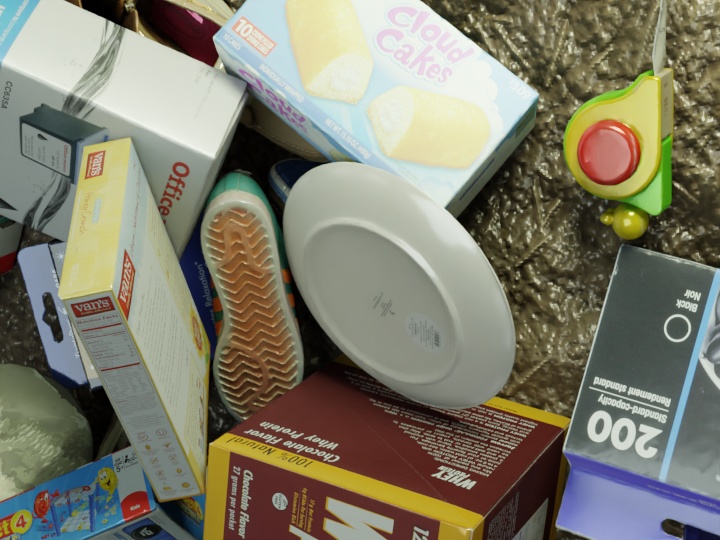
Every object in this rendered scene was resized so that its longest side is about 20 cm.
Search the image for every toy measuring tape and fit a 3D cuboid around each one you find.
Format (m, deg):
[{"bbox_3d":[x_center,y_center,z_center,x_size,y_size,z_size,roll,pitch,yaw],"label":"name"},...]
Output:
[{"bbox_3d":[0.167,-0.120,0.929,0.073,0.073,0.203,4,107,26],"label":"toy measuring tape"}]

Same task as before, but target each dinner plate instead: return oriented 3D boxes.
[{"bbox_3d":[0.018,0.018,0.976,0.198,0.024,0.202,27,140,25],"label":"dinner plate"}]

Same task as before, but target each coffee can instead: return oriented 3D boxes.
[{"bbox_3d":[-0.298,0.187,1.171,0.146,0.146,0.201,41,148,11],"label":"coffee can"}]

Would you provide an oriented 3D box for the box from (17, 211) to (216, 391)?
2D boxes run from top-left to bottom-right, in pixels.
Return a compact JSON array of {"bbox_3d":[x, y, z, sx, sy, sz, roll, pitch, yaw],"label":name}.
[{"bbox_3d":[-0.163,0.019,1.116,0.197,0.032,0.123,-15,99,5],"label":"box"}]

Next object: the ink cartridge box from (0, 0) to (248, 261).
[{"bbox_3d":[-0.196,-0.098,1.000,0.198,0.086,0.147,24,137,-4],"label":"ink cartridge box"}]

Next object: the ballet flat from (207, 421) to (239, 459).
[{"bbox_3d":[-0.116,0.187,1.167,0.068,0.067,0.200,43,119,6],"label":"ballet flat"}]

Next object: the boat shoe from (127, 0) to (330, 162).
[{"bbox_3d":[-0.095,-0.144,1.057,0.199,0.069,0.074,38,119,14],"label":"boat shoe"}]

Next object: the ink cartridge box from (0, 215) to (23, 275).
[{"bbox_3d":[-0.345,-0.070,1.211,0.115,0.067,0.202,30,116,18],"label":"ink cartridge box"}]

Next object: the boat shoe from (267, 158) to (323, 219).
[{"bbox_3d":[0.000,0.000,1.049,0.200,0.072,0.073,42,128,16],"label":"boat shoe"}]

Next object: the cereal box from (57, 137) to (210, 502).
[{"bbox_3d":[-0.144,0.035,0.947,0.039,0.145,0.202,-10,132,7],"label":"cereal box"}]

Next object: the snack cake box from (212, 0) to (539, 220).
[{"bbox_3d":[0.011,-0.128,0.977,0.199,0.067,0.115,40,82,11],"label":"snack cake box"}]

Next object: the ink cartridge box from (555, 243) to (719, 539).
[{"bbox_3d":[0.236,0.103,0.928,0.196,0.043,0.203,15,90,26],"label":"ink cartridge box"}]

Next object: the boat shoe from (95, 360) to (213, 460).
[{"bbox_3d":[-0.172,0.145,1.183,0.064,0.072,0.202,27,110,23],"label":"boat shoe"}]

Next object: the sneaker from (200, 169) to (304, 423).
[{"bbox_3d":[-0.078,0.019,1.069,0.070,0.080,0.203,-2,120,2],"label":"sneaker"}]

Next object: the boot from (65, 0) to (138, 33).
[{"bbox_3d":[-0.195,-0.135,1.080,0.154,0.076,0.203,-16,97,54],"label":"boot"}]

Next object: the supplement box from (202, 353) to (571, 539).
[{"bbox_3d":[0.021,0.174,1.014,0.195,0.200,0.135,14,111,23],"label":"supplement box"}]

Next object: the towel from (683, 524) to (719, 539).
[{"bbox_3d":[0.314,0.189,0.956,0.197,0.049,0.150,12,113,26],"label":"towel"}]

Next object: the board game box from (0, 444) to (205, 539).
[{"bbox_3d":[-0.202,0.222,1.069,0.193,0.200,0.056,-23,57,6],"label":"board game box"}]
